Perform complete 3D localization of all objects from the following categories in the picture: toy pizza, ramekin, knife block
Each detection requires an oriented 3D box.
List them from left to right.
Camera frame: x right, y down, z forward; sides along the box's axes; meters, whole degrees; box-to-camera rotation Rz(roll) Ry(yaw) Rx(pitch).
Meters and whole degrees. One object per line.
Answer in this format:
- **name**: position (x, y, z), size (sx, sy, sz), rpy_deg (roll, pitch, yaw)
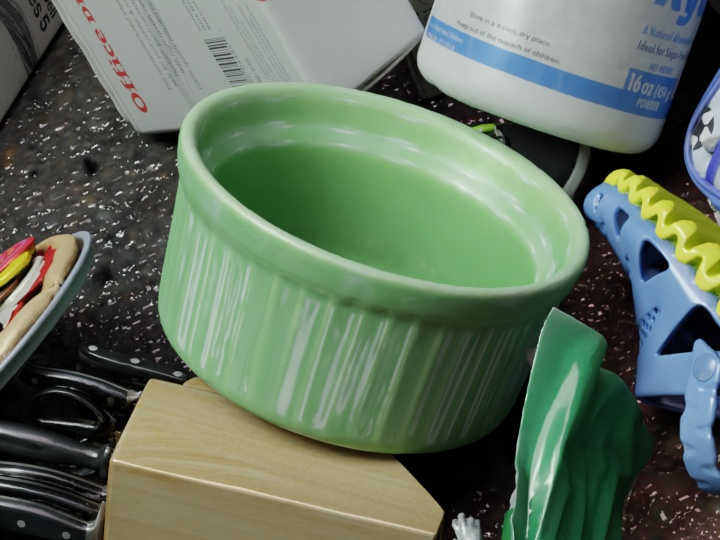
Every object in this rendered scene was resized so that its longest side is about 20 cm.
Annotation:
- **toy pizza**: position (-0.208, 0.048, 1.384), size (0.200, 0.032, 0.200), rpy_deg (-43, 13, 13)
- **knife block**: position (-0.082, 0.106, 1.291), size (0.175, 0.064, 0.200), rpy_deg (-15, 39, -29)
- **ramekin**: position (0.000, 0.000, 1.328), size (0.199, 0.098, 0.200), rpy_deg (15, 26, -7)

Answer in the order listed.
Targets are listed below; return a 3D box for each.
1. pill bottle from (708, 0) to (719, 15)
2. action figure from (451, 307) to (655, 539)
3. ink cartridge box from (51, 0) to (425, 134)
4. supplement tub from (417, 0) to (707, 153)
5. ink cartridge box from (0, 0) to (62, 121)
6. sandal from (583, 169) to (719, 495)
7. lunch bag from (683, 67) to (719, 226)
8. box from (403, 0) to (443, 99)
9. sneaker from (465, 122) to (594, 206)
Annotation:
- **pill bottle**: position (0.242, -0.174, 1.451), size (0.199, 0.112, 0.112), rpy_deg (13, 53, 30)
- **action figure**: position (0.078, 0.132, 1.238), size (0.054, 0.118, 0.201), rpy_deg (-6, 53, 34)
- **ink cartridge box**: position (-0.078, -0.154, 1.475), size (0.085, 0.146, 0.200), rpy_deg (-41, 21, -29)
- **supplement tub**: position (0.116, -0.170, 1.392), size (0.132, 0.132, 0.201), rpy_deg (28, 104, 38)
- **ink cartridge box**: position (-0.248, -0.157, 1.591), size (0.084, 0.146, 0.201), rpy_deg (7, 51, 26)
- **sandal**: position (0.154, 0.030, 1.306), size (0.087, 0.079, 0.200), rpy_deg (-49, 44, 15)
- **lunch bag**: position (0.241, -0.089, 1.335), size (0.160, 0.075, 0.201), rpy_deg (46, 115, 42)
- **box**: position (0.055, -0.212, 1.559), size (0.127, 0.109, 0.200), rpy_deg (-21, 44, 1)
- **sneaker**: position (0.019, -0.048, 1.432), size (0.199, 0.083, 0.072), rpy_deg (-13, 45, 8)
